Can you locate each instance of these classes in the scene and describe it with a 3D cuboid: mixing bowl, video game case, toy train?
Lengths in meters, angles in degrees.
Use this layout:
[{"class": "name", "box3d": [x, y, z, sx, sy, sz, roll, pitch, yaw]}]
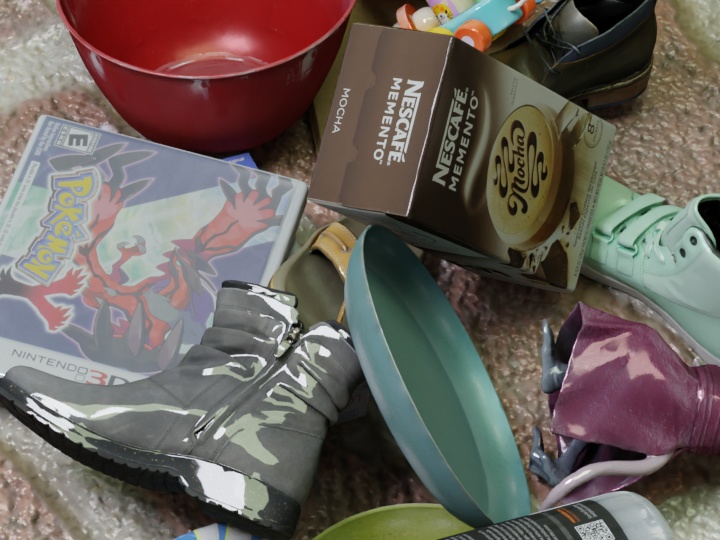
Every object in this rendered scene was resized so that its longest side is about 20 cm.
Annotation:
[{"class": "mixing bowl", "box3d": [-0.099, -0.149, 1.652, 0.199, 0.109, 0.201, 0, 43, 0]}, {"class": "video game case", "box3d": [-0.144, 0.003, 1.545, 0.181, 0.023, 0.201, 14, 54, 6]}, {"class": "toy train", "box3d": [0.080, -0.181, 1.646, 0.150, 0.200, 0.056, -35, 95, -5]}]

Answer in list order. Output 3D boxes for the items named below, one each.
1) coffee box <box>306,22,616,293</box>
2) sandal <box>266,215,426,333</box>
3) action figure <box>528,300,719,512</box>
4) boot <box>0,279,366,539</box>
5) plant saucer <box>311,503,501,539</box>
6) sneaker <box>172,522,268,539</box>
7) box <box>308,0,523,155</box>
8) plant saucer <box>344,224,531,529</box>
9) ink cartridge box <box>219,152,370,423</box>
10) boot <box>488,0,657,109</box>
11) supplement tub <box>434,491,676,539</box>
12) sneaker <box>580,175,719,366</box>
[{"class": "coffee box", "box3d": [0.065, -0.066, 1.537, 0.079, 0.200, 0.114, 11, 84, 37]}, {"class": "sandal", "box3d": [0.000, 0.000, 1.552, 0.080, 0.054, 0.200, 40, 33, -1]}, {"class": "action figure", "box3d": [0.204, 0.083, 1.501, 0.198, 0.134, 0.150, 5, 53, 1]}, {"class": "boot", "box3d": [-0.101, 0.063, 1.452, 0.199, 0.070, 0.132, 22, 76, 6]}, {"class": "plant saucer", "box3d": [0.040, 0.226, 1.436, 0.198, 0.031, 0.201, 4, 51, -5]}, {"class": "sneaker", "box3d": [-0.123, 0.187, 1.399, 0.200, 0.105, 0.076, -36, 64, -28]}, {"class": "box", "box3d": [0.034, -0.161, 1.741, 0.162, 0.021, 0.201, -5, 53, -11]}, {"class": "plant saucer", "box3d": [0.041, 0.068, 1.461, 0.027, 0.200, 0.201, -27, 53, 13]}, {"class": "ink cartridge box", "box3d": [-0.086, 0.021, 1.574, 0.119, 0.042, 0.201, -17, 59, -18]}, {"class": "boot", "box3d": [0.112, -0.144, 1.661, 0.199, 0.097, 0.075, -20, 58, -24]}, {"class": "supplement tub", "box3d": [0.075, 0.200, 1.363, 0.199, 0.123, 0.123, -12, 55, -17]}, {"class": "sneaker", "box3d": [0.195, -0.032, 1.599, 0.200, 0.119, 0.074, 38, 59, 23]}]
